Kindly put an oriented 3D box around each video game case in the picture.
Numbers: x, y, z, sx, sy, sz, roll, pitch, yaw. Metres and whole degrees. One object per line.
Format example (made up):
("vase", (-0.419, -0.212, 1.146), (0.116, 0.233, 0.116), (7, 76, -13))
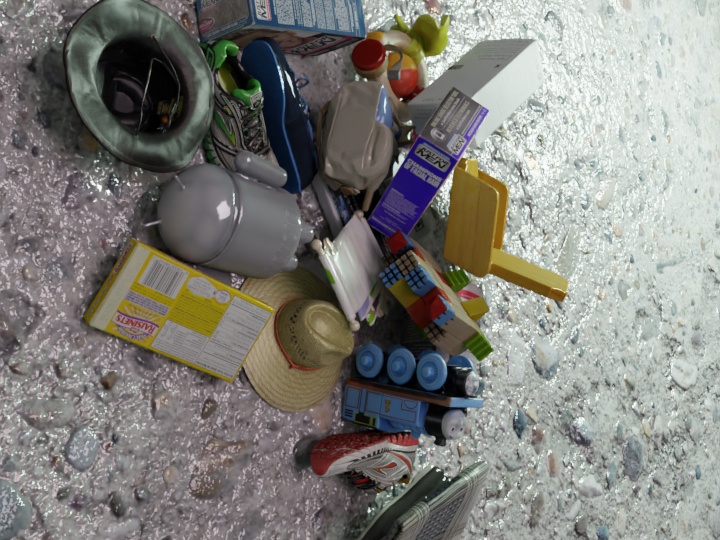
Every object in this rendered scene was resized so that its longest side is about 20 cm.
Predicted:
("video game case", (0.012, -0.107, 1.346), (0.182, 0.023, 0.200), (-36, 110, -45))

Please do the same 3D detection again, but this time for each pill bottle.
("pill bottle", (0.110, 0.117, 1.347), (0.111, 0.111, 0.200), (24, 66, -42))

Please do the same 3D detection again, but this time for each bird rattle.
("bird rattle", (0.061, -0.272, 1.381), (0.163, 0.113, 0.200), (-7, 100, -50))

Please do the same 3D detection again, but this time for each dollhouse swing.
("dollhouse swing", (0.224, -0.063, 1.389), (0.200, 0.176, 0.182), (-21, 119, -75))

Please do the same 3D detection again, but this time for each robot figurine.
("robot figurine", (-0.148, -0.056, 1.096), (0.200, 0.113, 0.170), (15, 107, -44))

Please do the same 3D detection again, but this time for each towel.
("towel", (0.082, 0.358, 1.251), (0.193, 0.035, 0.200), (-21, 140, -47))

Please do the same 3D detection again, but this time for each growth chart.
("growth chart", (0.000, 0.000, 1.238), (0.145, 0.018, 0.200), (68, 22, -11))

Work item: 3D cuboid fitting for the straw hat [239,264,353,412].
("straw hat", (-0.058, 0.079, 1.191), (0.201, 0.085, 0.201), (11, 75, -46))

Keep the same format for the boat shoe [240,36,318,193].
("boat shoe", (-0.102, -0.198, 1.203), (0.069, 0.084, 0.200), (-41, 134, -45))

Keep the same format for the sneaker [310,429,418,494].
("sneaker", (0.012, 0.253, 1.239), (0.200, 0.078, 0.082), (7, 84, -51))

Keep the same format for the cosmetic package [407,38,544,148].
("cosmetic package", (0.166, -0.252, 1.348), (0.200, 0.102, 0.074), (-44, 127, -37))

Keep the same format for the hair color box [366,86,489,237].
("hair color box", (0.087, -0.135, 1.269), (0.065, 0.200, 0.109), (32, 54, 1))

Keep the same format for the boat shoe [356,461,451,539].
("boat shoe", (0.057, 0.333, 1.266), (0.057, 0.067, 0.200), (38, 52, 18))

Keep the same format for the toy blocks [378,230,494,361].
("toy blocks", (0.081, 0.025, 1.249), (0.137, 0.100, 0.200), (34, 21, -55))

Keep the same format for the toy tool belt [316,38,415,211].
("toy tool belt", (0.009, -0.191, 1.273), (0.123, 0.125, 0.200), (56, 41, -65))

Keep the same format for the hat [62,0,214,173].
("hat", (-0.254, -0.197, 1.033), (0.201, 0.081, 0.201), (1, 88, -53))

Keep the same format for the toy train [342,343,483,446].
("toy train", (0.066, 0.158, 1.235), (0.087, 0.200, 0.114), (7, 89, -47))

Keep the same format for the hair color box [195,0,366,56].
("hair color box", (-0.097, -0.316, 1.206), (0.200, 0.100, 0.061), (-8, 90, -47))

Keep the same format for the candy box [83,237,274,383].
("candy box", (-0.195, 0.048, 1.062), (0.200, 0.026, 0.102), (30, 94, -40))

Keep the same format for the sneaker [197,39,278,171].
("sneaker", (-0.147, -0.178, 1.139), (0.078, 0.085, 0.200), (-45, 117, -41))
